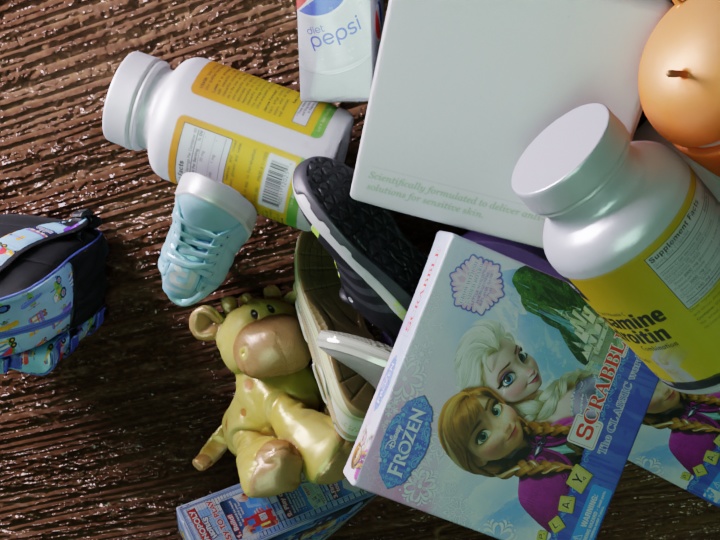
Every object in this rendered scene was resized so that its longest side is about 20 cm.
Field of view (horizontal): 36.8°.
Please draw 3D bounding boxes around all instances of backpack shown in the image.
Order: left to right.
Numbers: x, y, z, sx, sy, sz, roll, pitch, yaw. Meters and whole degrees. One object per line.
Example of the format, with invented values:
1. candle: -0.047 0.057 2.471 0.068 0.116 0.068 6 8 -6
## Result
1. backpack: -0.345 0.025 0.997 0.181 0.200 0.135 7 113 8

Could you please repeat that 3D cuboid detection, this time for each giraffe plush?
1. giraffe plush: -0.076 0.100 1.016 0.199 0.172 0.163 4 105 48

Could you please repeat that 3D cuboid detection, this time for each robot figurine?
1. robot figurine: 0.265 -0.112 0.714 0.199 0.117 0.144 26 98 -28

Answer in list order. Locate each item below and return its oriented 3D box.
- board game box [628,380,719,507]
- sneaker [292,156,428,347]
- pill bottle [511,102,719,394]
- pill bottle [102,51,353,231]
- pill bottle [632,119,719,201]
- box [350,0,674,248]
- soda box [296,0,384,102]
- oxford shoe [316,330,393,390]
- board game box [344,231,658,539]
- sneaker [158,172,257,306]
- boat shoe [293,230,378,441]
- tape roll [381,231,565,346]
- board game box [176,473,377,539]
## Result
1. board game box: 0.287 0.087 0.975 0.199 0.041 0.201 26 114 2
2. sneaker: 0.000 0.000 0.888 0.083 0.072 0.200 -28 109 41
3. pill bottle: 0.195 -0.015 0.738 0.112 0.112 0.200 -38 113 22
4. pill bottle: -0.115 -0.118 0.941 0.199 0.111 0.112 20 114 3
5. pill bottle: 0.313 -0.142 0.839 0.114 0.114 0.200 41 113 -6
6. box: 0.115 -0.147 0.846 0.198 0.171 0.201 15 113 4
7. soda box: -0.016 -0.241 0.884 0.063 0.068 0.202 2 106 11
8. oxford shoe: 0.052 0.104 0.883 0.199 0.075 0.058 26 93 -4
9. board game box: 0.116 0.100 0.828 0.198 0.041 0.201 21 90 -12
10. sneaker: -0.138 -0.016 0.942 0.073 0.200 0.082 20 70 -1
11. boat shoe: -0.022 0.051 0.967 0.073 0.202 0.063 -3 147 -26
12. tape roll: 0.125 0.063 0.950 0.199 0.085 0.202 7 106 25
13. board game box: -0.112 0.255 1.038 0.200 0.199 0.062 -46 63 33
